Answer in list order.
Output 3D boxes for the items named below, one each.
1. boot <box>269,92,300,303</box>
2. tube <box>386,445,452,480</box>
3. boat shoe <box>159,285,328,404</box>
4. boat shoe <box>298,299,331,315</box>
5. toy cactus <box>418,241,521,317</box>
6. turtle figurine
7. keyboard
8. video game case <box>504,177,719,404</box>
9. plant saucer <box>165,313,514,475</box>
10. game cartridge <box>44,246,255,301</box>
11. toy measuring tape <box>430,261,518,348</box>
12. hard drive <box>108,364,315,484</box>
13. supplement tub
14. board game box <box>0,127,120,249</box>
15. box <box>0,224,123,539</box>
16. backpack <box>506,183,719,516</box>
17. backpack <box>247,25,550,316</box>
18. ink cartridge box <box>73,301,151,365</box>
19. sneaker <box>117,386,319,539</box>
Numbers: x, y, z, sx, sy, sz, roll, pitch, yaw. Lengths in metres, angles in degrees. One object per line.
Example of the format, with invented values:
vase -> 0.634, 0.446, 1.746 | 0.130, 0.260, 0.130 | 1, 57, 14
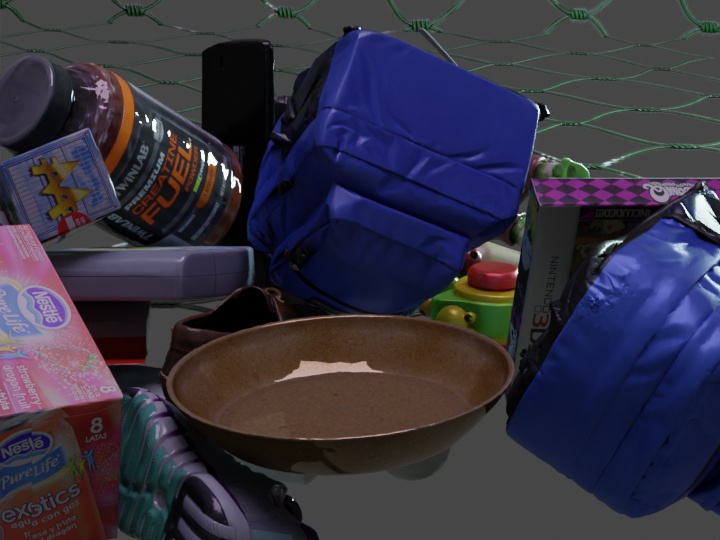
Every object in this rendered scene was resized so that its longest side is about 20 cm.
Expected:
boot -> -0.048, -0.056, 1.561 | 0.199, 0.170, 0.076 | 13, 0, 41
tube -> 0.044, 0.089, 1.290 | 0.058, 0.052, 0.200 | 43, 12, -3
boat shoe -> -0.069, 0.045, 1.285 | 0.070, 0.071, 0.200 | 5, 13, 19
boat shoe -> 0.000, 0.000, 1.455 | 0.062, 0.073, 0.201 | 27, 55, -3
toy cactus -> 0.066, -0.016, 1.623 | 0.163, 0.103, 0.200 | 6, 3, -22
turtle figurine -> 0.101, -0.087, 1.778 | 0.144, 0.201, 0.193 | -42, 38, -18
keyboard -> -0.096, -0.082, 1.537 | 0.103, 0.202, 0.039 | 6, 7, 41
video game case -> 0.203, 0.016, 1.318 | 0.198, 0.183, 0.036 | 0, 41, -6
plant saucer -> -0.011, 0.073, 1.103 | 0.198, 0.036, 0.200 | -2, 17, 1
game cartridge -> -0.145, 0.001, 1.371 | 0.132, 0.041, 0.200 | 4, 3, 9
toy measuring tape -> 0.123, 0.022, 1.501 | 0.073, 0.074, 0.199 | 11, 18, 32
hard drive -> -0.109, 0.097, 1.272 | 0.198, 0.027, 0.132 | 5, 15, 16
supplement tub -> -0.185, -0.086, 1.444 | 0.106, 0.108, 0.199 | 15, -10, 43
board game box -> -0.266, -0.027, 1.309 | 0.199, 0.062, 0.199 | -23, 2, 44
box -> -0.212, 0.066, 1.129 | 0.094, 0.104, 0.200 | -7, 32, -23
backpack -> 0.193, 0.055, 1.158 | 0.167, 0.164, 0.199 | 33, 25, 20
backpack -> 0.003, -0.051, 1.321 | 0.161, 0.169, 0.200 | 27, -22, -13
ink cartridge box -> -0.225, 0.041, 1.340 | 0.161, 0.058, 0.200 | -1, -4, -6
sneaker -> -0.087, 0.130, 1.102 | 0.087, 0.075, 0.200 | 15, 14, -29
